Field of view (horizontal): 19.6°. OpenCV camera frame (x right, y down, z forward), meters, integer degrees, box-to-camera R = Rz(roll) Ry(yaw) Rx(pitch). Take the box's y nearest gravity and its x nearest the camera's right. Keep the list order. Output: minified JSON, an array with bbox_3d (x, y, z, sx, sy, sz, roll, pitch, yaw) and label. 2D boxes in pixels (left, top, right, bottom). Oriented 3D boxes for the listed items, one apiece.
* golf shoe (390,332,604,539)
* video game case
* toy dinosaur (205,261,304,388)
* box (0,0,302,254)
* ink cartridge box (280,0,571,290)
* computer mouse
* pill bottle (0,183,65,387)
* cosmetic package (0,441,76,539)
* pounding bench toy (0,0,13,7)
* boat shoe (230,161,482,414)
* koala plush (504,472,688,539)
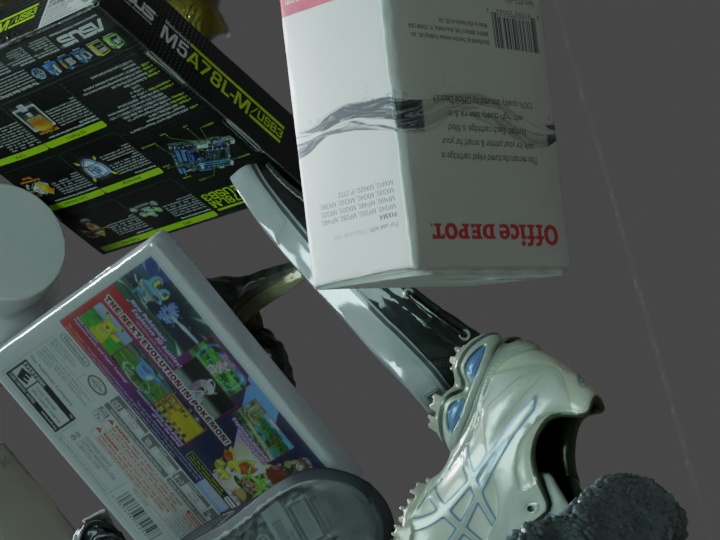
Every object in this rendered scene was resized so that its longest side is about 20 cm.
[{"bbox_3d":[0.078,0.141,1.194,0.097,0.078,0.201,23,106,33],"label":"golf shoe"},{"bbox_3d":[-0.122,0.092,1.336,0.182,0.023,0.200,-32,101,37],"label":"video game case"},{"bbox_3d":[-0.082,0.038,1.352,0.199,0.047,0.089,-16,73,37],"label":"toy dinosaur"},{"bbox_3d":[-0.160,-0.098,1.328,0.199,0.193,0.048,-16,48,40],"label":"box"},{"bbox_3d":[0.037,-0.091,1.177,0.084,0.144,0.202,-11,83,42],"label":"ink cartridge box"},{"bbox_3d":[-0.068,0.182,1.292,0.199,0.053,0.139,-25,90,11],"label":"computer mouse"},{"bbox_3d":[-0.273,0.021,1.436,0.200,0.112,0.113,-44,61,54],"label":"pill bottle"},{"bbox_3d":[-0.299,0.223,1.498,0.105,0.071,0.200,49,122,0],"label":"cosmetic package"},{"bbox_3d":[-0.187,-0.198,1.366,0.155,0.124,0.202,8,107,51],"label":"pounding bench toy"},{"bbox_3d":[0.000,0.000,1.261,0.057,0.069,0.200,-42,70,-2],"label":"boat shoe"},{"bbox_3d":[0.113,0.244,1.112,0.177,0.183,0.201,45,130,31],"label":"koala plush"}]
